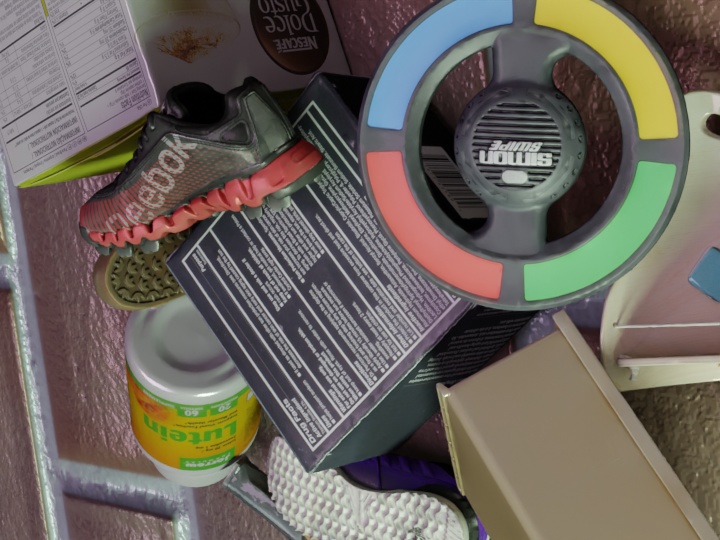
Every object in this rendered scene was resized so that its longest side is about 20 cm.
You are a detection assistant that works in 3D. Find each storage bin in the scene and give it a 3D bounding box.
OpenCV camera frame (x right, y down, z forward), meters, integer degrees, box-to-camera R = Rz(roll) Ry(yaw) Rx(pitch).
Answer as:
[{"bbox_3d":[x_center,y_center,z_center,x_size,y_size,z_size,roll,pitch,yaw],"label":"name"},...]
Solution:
[{"bbox_3d":[0.142,0.167,0.891,0.200,0.094,0.199,59,172,31],"label":"storage bin"}]

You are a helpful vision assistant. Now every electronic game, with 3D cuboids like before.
[{"bbox_3d":[0.095,-0.075,0.850,0.200,0.042,0.200,2,97,13],"label":"electronic game"}]

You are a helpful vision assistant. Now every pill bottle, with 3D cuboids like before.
[{"bbox_3d":[-0.137,0.102,1.179,0.111,0.111,0.200,50,155,23],"label":"pill bottle"}]

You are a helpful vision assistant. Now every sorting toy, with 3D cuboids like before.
[{"bbox_3d":[0.243,-0.024,0.825,0.200,0.107,0.180,-5,90,46],"label":"sorting toy"}]

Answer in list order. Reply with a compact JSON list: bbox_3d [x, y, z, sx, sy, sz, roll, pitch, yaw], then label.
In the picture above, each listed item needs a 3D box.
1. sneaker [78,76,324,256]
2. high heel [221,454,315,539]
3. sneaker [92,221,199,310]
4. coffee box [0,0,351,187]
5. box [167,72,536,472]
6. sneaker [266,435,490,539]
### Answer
[{"bbox_3d":[-0.121,-0.073,0.956,0.200,0.071,0.098,-17,108,34],"label":"sneaker"},{"bbox_3d":[-0.008,0.148,1.152,0.142,0.071,0.200,37,115,5],"label":"high heel"},{"bbox_3d":[-0.148,-0.030,1.135,0.090,0.200,0.067,-4,119,48],"label":"sneaker"},{"bbox_3d":[-0.163,-0.194,1.095,0.200,0.200,0.198,-20,87,44],"label":"coffee box"},{"bbox_3d":[0.000,0.000,1.012,0.198,0.123,0.200,-47,67,27],"label":"box"},{"bbox_3d":[0.021,0.171,1.082,0.200,0.099,0.070,17,107,37],"label":"sneaker"}]
